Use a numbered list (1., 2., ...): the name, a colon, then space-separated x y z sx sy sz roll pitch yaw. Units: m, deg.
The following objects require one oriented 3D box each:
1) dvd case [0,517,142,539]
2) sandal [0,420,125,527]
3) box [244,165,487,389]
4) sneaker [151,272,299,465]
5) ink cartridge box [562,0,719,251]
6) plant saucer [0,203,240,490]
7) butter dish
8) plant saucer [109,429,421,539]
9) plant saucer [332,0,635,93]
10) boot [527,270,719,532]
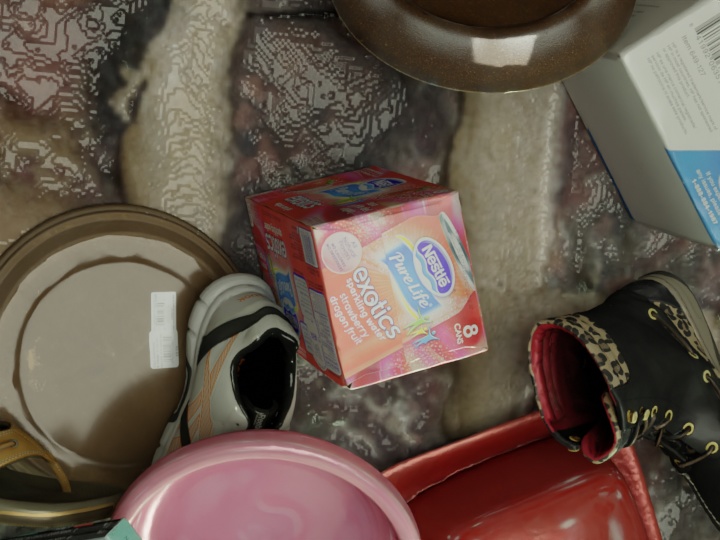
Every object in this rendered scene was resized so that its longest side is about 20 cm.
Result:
1. dvd case: -0.159 0.221 1.327 0.022 0.199 0.146 -44 107 -33
2. sandal: -0.241 0.117 1.334 0.199 0.080 0.054 15 98 1
3. box: 0.000 0.000 1.333 0.094 0.200 0.103 -14 99 -12
4. sneaker: -0.084 0.107 1.356 0.073 0.080 0.201 0 109 -27
5. ink cartridge box: 0.256 -0.135 1.413 0.199 0.145 0.148 -31 105 -9
6. plant saucer: -0.158 0.058 1.389 0.199 0.029 0.202 -2 96 -15
7. butter dish: 0.126 0.209 1.420 0.198 0.148 0.201 -19 101 -11
8. plant saucer: -0.061 0.175 1.338 0.199 0.051 0.202 0 122 0
9. plant saucer: 0.078 -0.198 1.352 0.199 0.032 0.201 2 56 -2
10. boot: 0.195 0.102 1.407 0.150 0.073 0.201 -11 76 -50
